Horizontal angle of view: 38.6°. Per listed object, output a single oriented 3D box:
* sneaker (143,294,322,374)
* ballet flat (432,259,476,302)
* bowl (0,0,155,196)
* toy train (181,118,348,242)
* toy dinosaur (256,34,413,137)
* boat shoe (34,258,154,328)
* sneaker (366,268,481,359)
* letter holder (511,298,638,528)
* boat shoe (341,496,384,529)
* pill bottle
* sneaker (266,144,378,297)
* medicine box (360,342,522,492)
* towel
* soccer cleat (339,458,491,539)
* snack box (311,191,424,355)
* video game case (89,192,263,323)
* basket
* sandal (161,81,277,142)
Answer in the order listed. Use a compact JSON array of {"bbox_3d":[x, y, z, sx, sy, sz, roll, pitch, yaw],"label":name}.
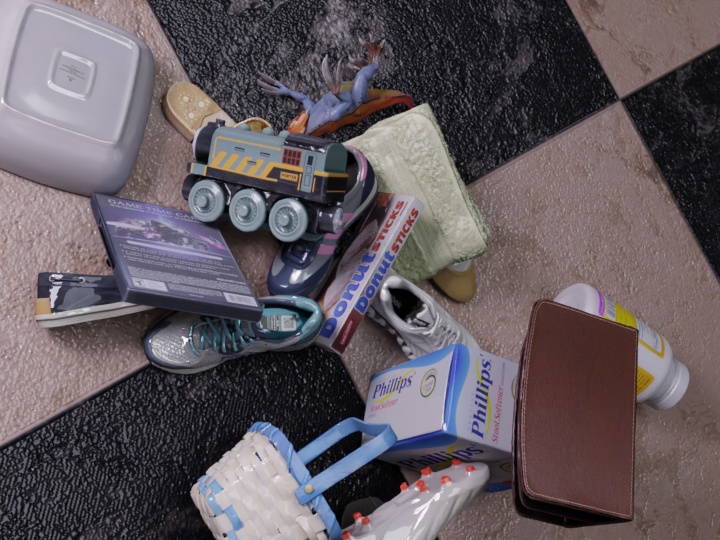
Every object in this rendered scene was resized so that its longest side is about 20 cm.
[{"bbox_3d":[-0.133,0.057,1.099,0.198,0.086,0.079,-12,82,-16],"label":"sneaker"},{"bbox_3d":[0.096,-0.050,1.299,0.069,0.063,0.201,-38,96,-37],"label":"ballet flat"},{"bbox_3d":[-0.314,-0.195,1.096,0.198,0.074,0.202,19,66,-26],"label":"bowl"},{"bbox_3d":[-0.104,-0.099,1.127,0.085,0.198,0.115,-5,107,-66],"label":"toy train"},{"bbox_3d":[-0.021,-0.201,1.256,0.199,0.105,0.183,34,64,-20],"label":"toy dinosaur"},{"bbox_3d":[-0.241,0.013,1.072,0.198,0.074,0.063,-10,90,-28],"label":"boat shoe"},{"bbox_3d":[0.078,0.068,1.229,0.199,0.081,0.076,39,79,-21],"label":"sneaker"},{"bbox_3d":[0.197,0.148,1.057,0.141,0.100,0.202,17,67,-23],"label":"letter holder"},{"bbox_3d":[0.020,0.352,1.121,0.075,0.074,0.202,-5,58,-18],"label":"boat shoe"},{"bbox_3d":[0.342,0.109,1.372,0.199,0.104,0.105,33,61,-18],"label":"pill bottle"},{"bbox_3d":[-0.053,-0.058,1.183,0.070,0.082,0.201,22,69,24],"label":"sneaker"},{"bbox_3d":[0.131,0.174,1.177,0.198,0.182,0.104,20,65,-24],"label":"medicine box"},{"bbox_3d":[0.059,-0.087,1.257,0.202,0.147,0.036,64,12,-1],"label":"towel"},{"bbox_3d":[0.058,0.270,1.095,0.199,0.069,0.078,-27,99,-17],"label":"soccer cleat"},{"bbox_3d":[0.000,0.000,1.189,0.024,0.072,0.201,39,74,-36],"label":"snack box"},{"bbox_3d":[-0.194,-0.016,1.060,0.142,0.019,0.200,11,24,-30],"label":"video game case"},{"bbox_3d":[-0.066,0.215,1.057,0.199,0.176,0.140,-35,93,-15],"label":"basket"},{"bbox_3d":[-0.132,-0.148,1.191,0.211,0.069,0.078,38,59,-16],"label":"sandal"}]
